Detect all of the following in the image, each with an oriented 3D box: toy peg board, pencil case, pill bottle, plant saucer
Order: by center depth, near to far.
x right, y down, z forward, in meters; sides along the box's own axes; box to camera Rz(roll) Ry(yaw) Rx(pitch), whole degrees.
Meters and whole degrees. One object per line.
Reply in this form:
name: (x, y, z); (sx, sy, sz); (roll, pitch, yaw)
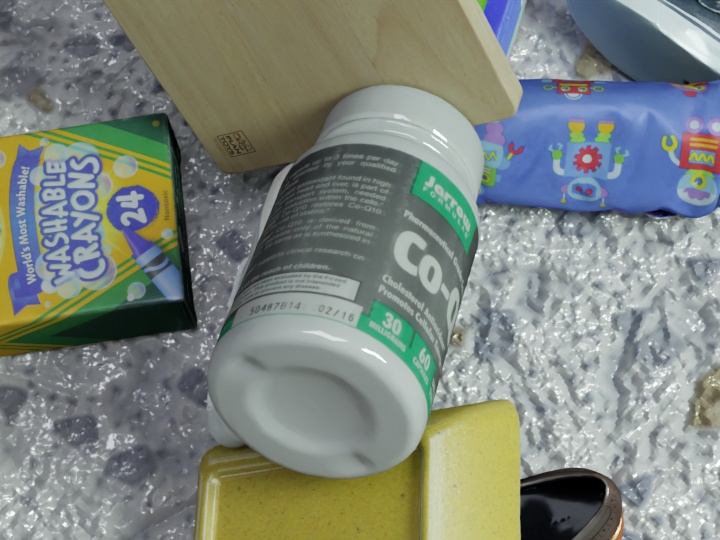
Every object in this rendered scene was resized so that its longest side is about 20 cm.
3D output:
plant saucer: (-0.017, 0.165, 0.891); (0.200, 0.048, 0.200); (-12, 60, 26)
pill bottle: (0.000, 0.000, 0.901); (0.113, 0.113, 0.200); (11, 47, 9)
toy peg board: (-0.029, -0.172, 0.954); (0.199, 0.200, 0.098); (-9, 42, 30)
pencil case: (0.123, -0.072, 1.015); (0.199, 0.087, 0.078); (2, 23, 4)

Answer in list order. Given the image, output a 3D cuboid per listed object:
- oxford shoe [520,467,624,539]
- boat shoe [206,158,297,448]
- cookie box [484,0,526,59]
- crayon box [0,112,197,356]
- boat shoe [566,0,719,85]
oxford shoe: (0.047, 0.155, 0.922); (0.200, 0.073, 0.071); (-27, 68, -3)
boat shoe: (-0.047, 0.018, 0.989); (0.068, 0.072, 0.200); (-31, 39, 36)
cookie box: (0.012, -0.211, 1.083); (0.199, 0.075, 0.172); (15, 69, 11)
crayon box: (-0.205, -0.016, 1.028); (0.199, 0.052, 0.126); (-9, 66, 1)
boat shoe: (0.229, -0.146, 1.047); (0.200, 0.071, 0.091); (31, 71, 9)
